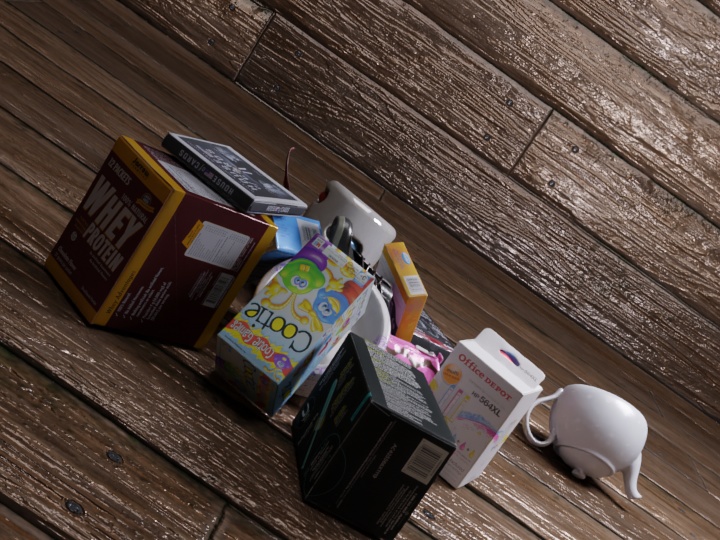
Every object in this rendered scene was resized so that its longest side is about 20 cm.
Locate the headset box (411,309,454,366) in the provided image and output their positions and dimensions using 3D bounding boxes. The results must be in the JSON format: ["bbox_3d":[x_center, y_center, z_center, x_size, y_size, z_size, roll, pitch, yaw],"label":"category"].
[{"bbox_3d":[0.084,0.121,2.097,0.148,0.078,0.200,26,16,-34],"label":"headset box"}]

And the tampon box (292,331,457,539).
[{"bbox_3d":[0.011,0.200,1.432,0.125,0.151,0.200,30,13,-17],"label":"tampon box"}]

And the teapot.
[{"bbox_3d":[0.423,0.313,2.155,0.198,0.147,0.198,13,-26,37],"label":"teapot"}]

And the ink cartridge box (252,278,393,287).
[{"bbox_3d":[-0.067,0.021,1.912,0.198,0.085,0.144,33,-23,-10],"label":"ink cartridge box"}]

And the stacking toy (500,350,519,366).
[{"bbox_3d":[0.221,0.217,2.101,0.109,0.117,0.200,34,26,0],"label":"stacking toy"}]

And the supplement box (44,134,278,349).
[{"bbox_3d":[-0.252,-0.031,1.482,0.133,0.199,0.199,42,13,36],"label":"supplement box"}]

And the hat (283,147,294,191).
[{"bbox_3d":[-0.135,-0.103,2.110,0.199,0.177,0.165,39,13,20],"label":"hat"}]

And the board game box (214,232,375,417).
[{"bbox_3d":[-0.086,0.069,1.510,0.102,0.200,0.105,37,-29,12],"label":"board game box"}]

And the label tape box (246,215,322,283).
[{"bbox_3d":[-0.171,-0.026,1.702,0.143,0.197,0.067,11,67,-62],"label":"label tape box"}]

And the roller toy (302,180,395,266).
[{"bbox_3d":[-0.033,-0.081,2.392,0.200,0.140,0.182,41,3,36],"label":"roller toy"}]

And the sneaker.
[{"bbox_3d":[0.000,0.000,1.741,0.104,0.202,0.076,7,47,1],"label":"sneaker"}]

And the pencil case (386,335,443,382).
[{"bbox_3d":[0.038,0.140,1.858,0.198,0.094,0.091,25,25,-33],"label":"pencil case"}]

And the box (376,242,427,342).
[{"bbox_3d":[0.052,0.066,1.947,0.041,0.202,0.120,-7,50,-20],"label":"box"}]

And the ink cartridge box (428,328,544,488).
[{"bbox_3d":[0.169,0.199,1.739,0.128,0.201,0.125,38,13,18],"label":"ink cartridge box"}]

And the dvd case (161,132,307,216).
[{"bbox_3d":[-0.164,-0.124,1.552,0.150,0.025,0.200,38,10,13],"label":"dvd case"}]

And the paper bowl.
[{"bbox_3d":[-0.064,0.087,1.641,0.197,0.105,0.203,9,53,-13],"label":"paper bowl"}]
